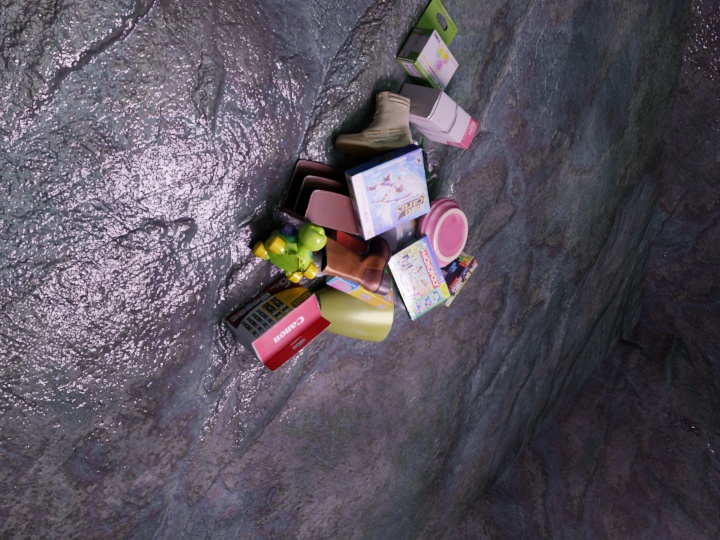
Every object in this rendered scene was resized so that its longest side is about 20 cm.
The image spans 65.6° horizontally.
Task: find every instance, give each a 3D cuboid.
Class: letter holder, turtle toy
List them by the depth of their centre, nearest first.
[{"bbox_3d":[-0.156,-0.055,1.344,0.145,0.199,0.102,38,61,-26],"label":"turtle toy"},{"bbox_3d":[-0.078,-0.185,1.406,0.199,0.100,0.144,11,102,-47],"label":"letter holder"}]

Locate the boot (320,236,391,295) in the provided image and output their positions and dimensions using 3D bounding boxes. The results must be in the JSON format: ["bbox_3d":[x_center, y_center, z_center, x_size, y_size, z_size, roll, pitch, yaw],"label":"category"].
[{"bbox_3d":[-0.019,-0.039,1.414,0.198,0.068,0.190,22,52,-26],"label":"boot"}]

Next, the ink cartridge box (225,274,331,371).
[{"bbox_3d":[-0.202,0.127,1.394,0.199,0.175,0.084,-39,135,-23],"label":"ink cartridge box"}]

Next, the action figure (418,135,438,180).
[{"bbox_3d":[0.186,-0.295,1.585,0.054,0.200,0.120,-8,84,-1],"label":"action figure"}]

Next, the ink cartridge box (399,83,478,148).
[{"bbox_3d":[0.206,-0.420,1.524,0.199,0.146,0.084,21,96,-49],"label":"ink cartridge box"}]

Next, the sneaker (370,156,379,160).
[{"bbox_3d":[0.075,-0.254,1.507,0.114,0.075,0.202,26,96,-18],"label":"sneaker"}]

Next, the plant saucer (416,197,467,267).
[{"bbox_3d":[0.241,-0.104,1.588,0.199,0.051,0.203,-15,112,-39],"label":"plant saucer"}]

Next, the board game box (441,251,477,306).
[{"bbox_3d":[0.235,-0.007,1.738,0.166,0.199,0.057,-53,142,-10],"label":"board game box"}]

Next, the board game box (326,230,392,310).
[{"bbox_3d":[0.000,0.000,1.476,0.199,0.040,0.155,26,48,-33],"label":"board game box"}]

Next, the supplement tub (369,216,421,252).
[{"bbox_3d":[0.134,-0.114,1.620,0.198,0.144,0.146,-13,120,-40],"label":"supplement tub"}]

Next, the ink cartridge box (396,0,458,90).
[{"bbox_3d":[0.203,-0.594,1.478,0.147,0.075,0.201,31,89,-49],"label":"ink cartridge box"}]

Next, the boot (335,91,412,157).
[{"bbox_3d":[0.034,-0.375,1.425,0.073,0.197,0.158,105,-15,-79],"label":"boot"}]

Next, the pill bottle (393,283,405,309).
[{"bbox_3d":[0.123,0.047,1.656,0.110,0.199,0.112,-23,127,-35],"label":"pill bottle"}]

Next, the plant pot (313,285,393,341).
[{"bbox_3d":[-0.038,0.106,1.565,0.198,0.187,0.189,3,111,-28],"label":"plant pot"}]

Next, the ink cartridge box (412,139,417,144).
[{"bbox_3d":[0.131,-0.277,1.562,0.039,0.099,0.202,-32,130,-19],"label":"ink cartridge box"}]

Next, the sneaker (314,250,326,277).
[{"bbox_3d":[-0.069,-0.047,1.513,0.199,0.074,0.088,-22,114,-40],"label":"sneaker"}]

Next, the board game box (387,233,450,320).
[{"bbox_3d":[0.157,0.019,1.530,0.134,0.029,0.202,-30,114,-12],"label":"board game box"}]

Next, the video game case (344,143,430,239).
[{"bbox_3d":[0.073,-0.197,1.405,0.198,0.045,0.183,-24,127,-14],"label":"video game case"}]
